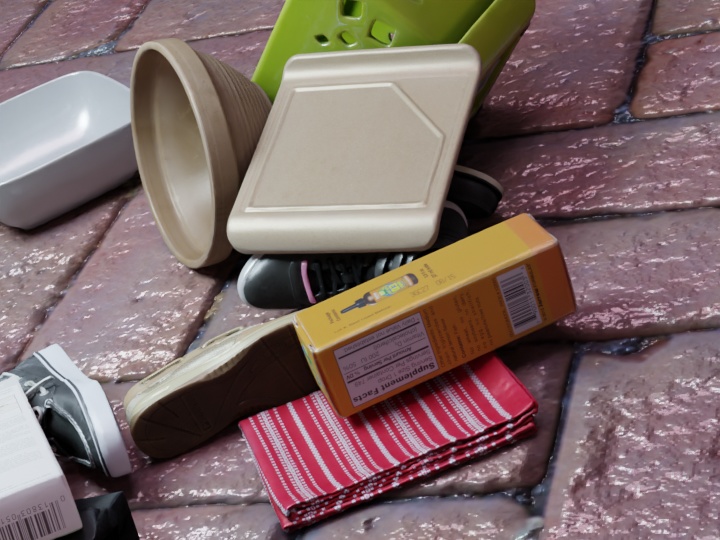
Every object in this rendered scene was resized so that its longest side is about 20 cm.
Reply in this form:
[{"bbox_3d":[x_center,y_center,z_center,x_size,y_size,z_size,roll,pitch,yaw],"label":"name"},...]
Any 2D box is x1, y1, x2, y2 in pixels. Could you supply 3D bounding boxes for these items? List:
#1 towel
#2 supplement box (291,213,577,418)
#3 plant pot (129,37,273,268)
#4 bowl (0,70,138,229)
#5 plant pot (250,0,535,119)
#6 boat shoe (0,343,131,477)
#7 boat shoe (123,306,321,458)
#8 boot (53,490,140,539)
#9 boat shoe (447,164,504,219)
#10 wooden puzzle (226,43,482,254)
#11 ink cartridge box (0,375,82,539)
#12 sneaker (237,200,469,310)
[{"bbox_3d":[0.018,0.108,1.259,0.198,0.023,0.145,-21,29,-7],"label":"towel"},{"bbox_3d":[0.054,0.032,1.281,0.198,0.069,0.067,-22,26,-7],"label":"supplement box"},{"bbox_3d":[-0.128,-0.110,1.535,0.092,0.203,0.201,-15,27,-23],"label":"plant pot"},{"bbox_3d":[-0.313,-0.117,1.755,0.199,0.075,0.199,-30,32,-19],"label":"bowl"},{"bbox_3d":[0.036,-0.209,1.579,0.181,0.200,0.200,36,45,5],"label":"plant pot"},{"bbox_3d":[-0.232,0.112,1.327,0.068,0.074,0.199,-23,29,-19],"label":"boat shoe"},{"bbox_3d":[-0.088,0.070,1.327,0.198,0.072,0.065,-23,31,-8],"label":"boat shoe"},{"bbox_3d":[-0.264,0.220,1.185,0.198,0.066,0.165,-4,34,13],"label":"boot"},{"bbox_3d":[0.025,-0.059,1.498,0.199,0.074,0.064,4,64,21],"label":"boat shoe"},{"bbox_3d":[-0.001,-0.097,1.430,0.183,0.037,0.201,-1,54,23],"label":"wooden puzzle"},{"bbox_3d":[-0.293,0.152,1.218,0.160,0.051,0.200,-20,20,-14],"label":"ink cartridge box"},{"bbox_3d":[0.000,0.000,1.398,0.198,0.071,0.099,-15,24,-5],"label":"sneaker"}]
